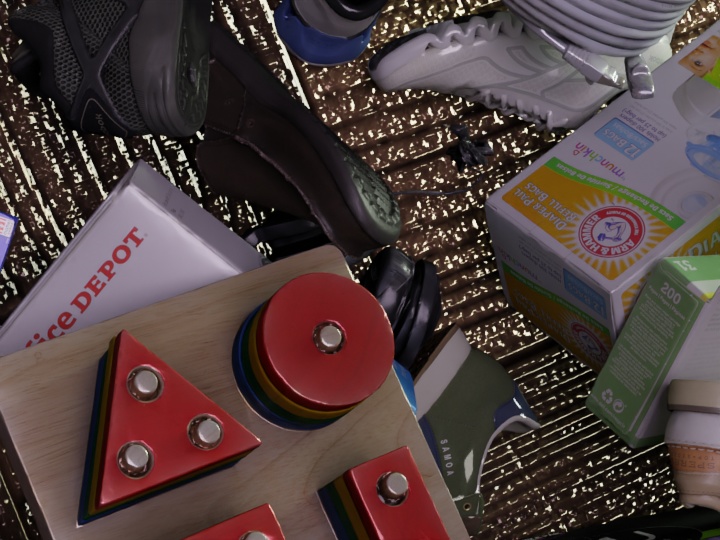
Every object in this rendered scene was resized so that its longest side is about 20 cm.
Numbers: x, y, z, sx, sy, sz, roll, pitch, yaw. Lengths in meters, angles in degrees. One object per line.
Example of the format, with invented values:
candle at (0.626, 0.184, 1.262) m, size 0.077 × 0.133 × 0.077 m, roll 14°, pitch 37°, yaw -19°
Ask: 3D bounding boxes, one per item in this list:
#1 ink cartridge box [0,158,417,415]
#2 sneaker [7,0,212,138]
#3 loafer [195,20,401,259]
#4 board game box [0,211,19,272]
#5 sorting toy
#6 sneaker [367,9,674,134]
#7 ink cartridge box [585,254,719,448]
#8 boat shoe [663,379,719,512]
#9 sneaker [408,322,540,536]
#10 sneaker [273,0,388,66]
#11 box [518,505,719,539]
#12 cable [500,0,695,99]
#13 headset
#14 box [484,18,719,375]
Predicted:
ink cartridge box at (-0.091, 0.059, 1.031) m, size 0.200 × 0.086 × 0.146 m, roll 39°, pitch 100°, yaw -8°
sneaker at (-0.140, -0.161, 1.063) m, size 0.114 × 0.076 × 0.200 m, roll -3°, pitch 63°, yaw 14°
loafer at (-0.049, -0.061, 1.050) m, size 0.071 × 0.200 × 0.073 m, roll -46°, pitch 138°, yaw 3°
board game box at (-0.304, 0.012, 1.016) m, size 0.200 × 0.045 × 0.152 m, roll 18°, pitch 80°, yaw -13°
sorting toy at (-0.051, 0.098, 0.910) m, size 0.200 × 0.070 × 0.199 m, roll -20°, pitch 80°, yaw -26°
sneaker at (0.103, -0.120, 1.140) m, size 0.200 × 0.075 × 0.081 m, roll -8°, pitch 96°, yaw -17°
ink cartridge box at (0.225, 0.004, 1.051) m, size 0.145 × 0.048 × 0.200 m, roll -4°, pitch 127°, yaw -42°
boat shoe at (0.233, 0.110, 1.050) m, size 0.200 × 0.075 × 0.068 m, roll 17°, pitch 78°, yaw -42°
sneaker at (0.031, 0.131, 1.090) m, size 0.090 × 0.067 × 0.200 m, roll 39°, pitch 70°, yaw -7°
sneaker at (0.008, -0.223, 1.095) m, size 0.080 × 0.115 × 0.200 m, roll 11°, pitch 82°, yaw -16°
box at (0.201, 0.210, 1.092) m, size 0.200 × 0.149 × 0.124 m, roll -9°, pitch 93°, yaw -18°
cable at (0.111, -0.212, 1.070) m, size 0.200 × 0.069 × 0.200 m, roll 34°, pitch 37°, yaw -18°
headset at (0.000, 0.000, 1.083) m, size 0.123 × 0.094 × 0.200 m, roll 43°, pitch 86°, yaw -9°
box at (0.187, -0.039, 1.115) m, size 0.200 × 0.112 × 0.101 m, roll -37°, pitch 141°, yaw -16°
